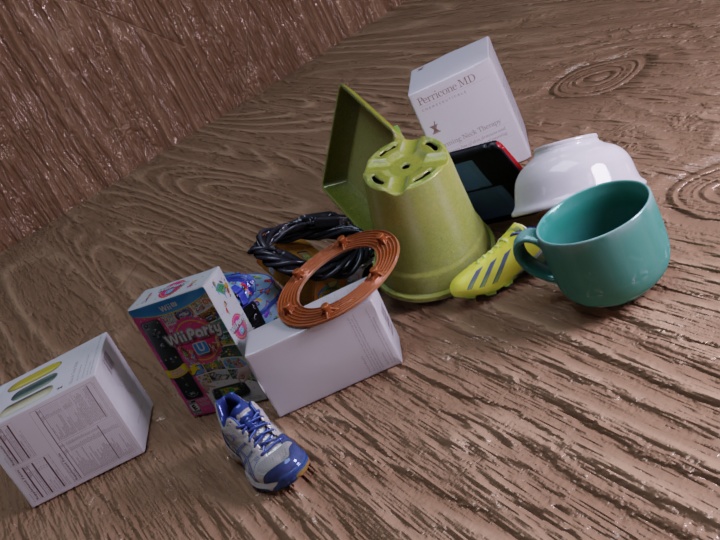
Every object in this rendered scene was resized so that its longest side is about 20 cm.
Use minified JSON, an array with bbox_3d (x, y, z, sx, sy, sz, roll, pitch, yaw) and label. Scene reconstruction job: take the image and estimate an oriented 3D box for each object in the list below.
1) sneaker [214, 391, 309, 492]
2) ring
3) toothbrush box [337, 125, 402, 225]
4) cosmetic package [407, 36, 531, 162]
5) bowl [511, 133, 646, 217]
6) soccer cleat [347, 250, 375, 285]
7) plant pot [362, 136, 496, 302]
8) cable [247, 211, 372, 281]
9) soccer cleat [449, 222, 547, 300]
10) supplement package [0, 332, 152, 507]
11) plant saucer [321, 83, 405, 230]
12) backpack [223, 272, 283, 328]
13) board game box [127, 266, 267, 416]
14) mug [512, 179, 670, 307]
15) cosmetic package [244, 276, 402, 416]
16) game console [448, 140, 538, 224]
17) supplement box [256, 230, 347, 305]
[{"bbox_3d":[-0.139,0.218,1.309,0.075,0.089,0.199,-35,24,-23],"label":"sneaker"},{"bbox_3d":[-0.035,0.005,1.421,0.198,0.019,0.201,-26,29,15],"label":"ring"},{"bbox_3d":[0.043,-0.142,1.795,0.144,0.086,0.201,-26,46,7],"label":"toothbrush box"},{"bbox_3d":[0.201,-0.292,1.875,0.166,0.202,0.167,-22,22,16],"label":"cosmetic package"},{"bbox_3d":[0.307,-0.144,1.473,0.198,0.092,0.201,-14,0,0],"label":"bowl"},{"bbox_3d":[0.000,0.000,1.654,0.198,0.069,0.085,-8,24,31],"label":"soccer cleat"},{"bbox_3d":[0.089,-0.089,1.513,0.197,0.186,0.202,-13,38,10],"label":"plant pot"},{"bbox_3d":[-0.082,-0.032,1.625,0.197,0.051,0.164,-8,37,-15],"label":"cable"},{"bbox_3d":[0.211,-0.025,1.430,0.198,0.084,0.065,-24,22,10],"label":"soccer cleat"},{"bbox_3d":[-0.450,0.228,1.569,0.198,0.152,0.152,-26,22,4],"label":"supplement package"},{"bbox_3d":[0.011,-0.181,1.684,0.047,0.202,0.200,-6,35,-28],"label":"plant saucer"},{"bbox_3d":[-0.205,0.070,1.656,0.181,0.136,0.200,-2,30,46],"label":"backpack"},{"bbox_3d":[-0.231,0.109,1.504,0.146,0.202,0.064,-17,22,27],"label":"board game box"},{"bbox_3d":[0.303,-0.028,1.286,0.151,0.115,0.185,-35,22,-16],"label":"mug"},{"bbox_3d":[-0.052,0.107,1.418,0.198,0.114,0.081,-22,23,9],"label":"cosmetic package"},{"bbox_3d":[0.174,-0.128,1.594,0.198,0.176,0.031,-12,57,35],"label":"game console"},{"bbox_3d":[-0.101,-0.004,1.685,0.066,0.070,0.200,-8,27,-32],"label":"supplement box"}]
